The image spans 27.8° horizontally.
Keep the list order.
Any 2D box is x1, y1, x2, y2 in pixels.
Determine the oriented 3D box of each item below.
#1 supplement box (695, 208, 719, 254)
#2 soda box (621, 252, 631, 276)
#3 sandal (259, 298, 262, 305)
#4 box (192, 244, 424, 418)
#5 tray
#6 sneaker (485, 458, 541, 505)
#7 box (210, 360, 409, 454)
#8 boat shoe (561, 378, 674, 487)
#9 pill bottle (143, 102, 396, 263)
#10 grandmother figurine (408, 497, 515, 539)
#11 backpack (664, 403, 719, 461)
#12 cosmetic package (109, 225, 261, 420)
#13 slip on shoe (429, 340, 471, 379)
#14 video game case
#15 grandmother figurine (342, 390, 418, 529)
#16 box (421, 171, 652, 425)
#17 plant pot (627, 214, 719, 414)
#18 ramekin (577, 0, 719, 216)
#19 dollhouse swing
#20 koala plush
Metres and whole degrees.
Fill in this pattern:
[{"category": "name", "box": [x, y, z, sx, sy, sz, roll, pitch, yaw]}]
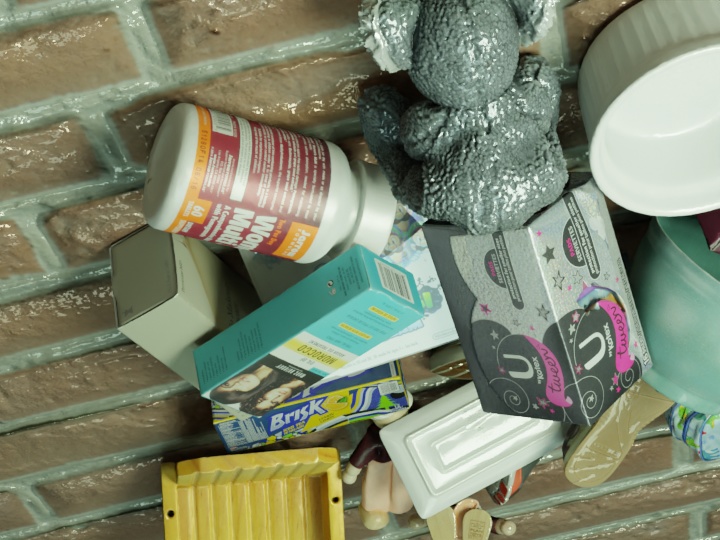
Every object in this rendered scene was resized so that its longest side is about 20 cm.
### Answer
[{"category": "supplement box", "box": [0.426, -0.069, 1.379, 0.200, 0.103, 0.131, 18, 132, -32]}, {"category": "soda box", "box": [0.261, 0.071, 1.536, 0.068, 0.064, 0.200, -14, 141, 3]}, {"category": "sandal", "box": [0.000, 0.000, 1.401, 0.199, 0.045, 0.075, -10, 114, 5]}, {"category": "box", "box": [-0.048, 0.057, 1.286, 0.200, 0.049, 0.082, -33, 143, 25]}, {"category": "tray", "box": [0.130, 0.174, 1.558, 0.200, 0.108, 0.022, -27, 178, -10]}, {"category": "sneaker", "box": [0.188, 0.205, 1.671, 0.082, 0.077, 0.200, -20, 154, -21]}, {"category": "box", "box": [-0.054, 0.125, 1.516, 0.199, 0.070, 0.064, -14, 141, 3]}, {"category": "boat shoe", "box": [0.273, 0.134, 1.515, 0.072, 0.065, 0.200, 25, 109, -25]}, {"category": "pill bottle", "box": [-0.076, -0.068, 1.246, 0.199, 0.110, 0.110, 13, 134, -22]}, {"category": "grandmother figurine", "box": [0.119, 0.289, 1.689, 0.121, 0.061, 0.200, 15, 176, 3]}, {"category": "backpack", "box": [0.428, 0.125, 1.597, 0.199, 0.154, 0.163, -2, 148, 8]}, {"category": "cosmetic package", "box": [-0.147, 0.048, 1.380, 0.073, 0.104, 0.200, -27, 139, 17]}, {"category": "slip on shoe", "box": [0.146, 0.062, 1.503, 0.076, 0.061, 0.200, 15, 152, -30]}, {"category": "video game case", "box": [0.003, 0.005, 1.364, 0.199, 0.024, 0.182, -18, 112, 8]}, {"category": "grandmother figurine", "box": [0.033, 0.197, 1.620, 0.121, 0.060, 0.200, -41, 146, -33]}, {"category": "box", "box": [0.162, 0.025, 1.317, 0.132, 0.115, 0.200, 3, 120, 46]}, {"category": "plant pot", "box": [0.330, 0.050, 1.382, 0.200, 0.200, 0.134, 17, 116, -30]}, {"category": "ramekin", "box": [0.284, -0.149, 1.255, 0.200, 0.098, 0.201, -7, 139, -6]}, {"category": "dollhouse swing", "box": [-0.113, 0.275, 1.587, 0.199, 0.182, 0.176, -3, -177, -10]}, {"category": "koala plush", "box": [0.087, -0.152, 1.164, 0.177, 0.184, 0.200, -11, 129, -2]}]
